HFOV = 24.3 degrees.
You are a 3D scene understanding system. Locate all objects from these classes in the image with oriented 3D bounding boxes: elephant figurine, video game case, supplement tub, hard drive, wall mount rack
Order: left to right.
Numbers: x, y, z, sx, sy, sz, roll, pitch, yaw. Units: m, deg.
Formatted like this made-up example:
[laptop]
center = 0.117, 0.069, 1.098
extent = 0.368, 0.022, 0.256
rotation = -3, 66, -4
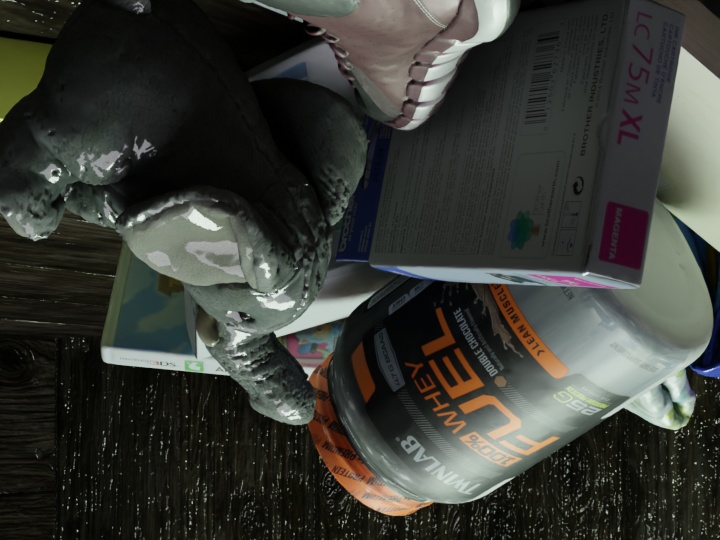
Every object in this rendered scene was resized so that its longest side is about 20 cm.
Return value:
[elephant figurine]
center = -0.062, -0.034, 0.771
extent = 0.199, 0.142, 0.155
rotation = 36, 174, -6
[wall mount rack]
center = -0.059, -0.084, 0.886
extent = 0.199, 0.075, 0.174
rotation = -23, 126, 25
[video game case]
center = -0.058, -0.018, 1.055
extent = 0.180, 0.201, 0.022
rotation = 6, 141, 0
[hard drive]
center = 0.000, 0.000, 0.939
extent = 0.198, 0.026, 0.132
rotation = -16, 168, -9
[supplement tub]
center = 0.071, 0.039, 0.862
extent = 0.200, 0.123, 0.122
rotation = -39, 153, 32

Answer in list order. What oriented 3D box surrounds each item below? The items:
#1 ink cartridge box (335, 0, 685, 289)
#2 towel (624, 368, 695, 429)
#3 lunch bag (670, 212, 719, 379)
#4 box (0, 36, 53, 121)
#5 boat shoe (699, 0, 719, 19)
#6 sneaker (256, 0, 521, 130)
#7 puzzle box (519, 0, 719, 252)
[ink cartridge box]
center = 0.062, -0.055, 0.769
extent = 0.042, 0.120, 0.199
rotation = 14, 174, -33
[towel]
center = 0.126, 0.011, 1.086
extent = 0.171, 0.048, 0.200
rotation = 35, 164, 39
[lunch bag]
center = 0.246, -0.012, 1.135
extent = 0.093, 0.202, 0.150
rotation = -3, 175, 26
[box]
center = -0.157, -0.097, 0.969
extent = 0.199, 0.051, 0.075
rotation = 4, 172, -38
[boat shoe]
center = 0.216, -0.084, 0.856
extent = 0.071, 0.071, 0.201
rotation = -11, 149, 25
[sneaker]
center = -0.007, -0.121, 0.718
extent = 0.114, 0.076, 0.200
rotation = 9, 165, -11
[puzzle box]
center = 0.152, -0.077, 0.797
extent = 0.200, 0.026, 0.133
rotation = 38, 163, -15
